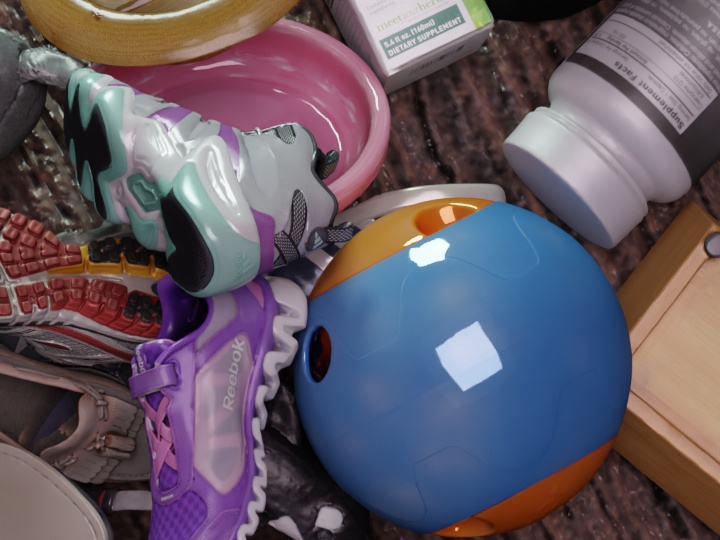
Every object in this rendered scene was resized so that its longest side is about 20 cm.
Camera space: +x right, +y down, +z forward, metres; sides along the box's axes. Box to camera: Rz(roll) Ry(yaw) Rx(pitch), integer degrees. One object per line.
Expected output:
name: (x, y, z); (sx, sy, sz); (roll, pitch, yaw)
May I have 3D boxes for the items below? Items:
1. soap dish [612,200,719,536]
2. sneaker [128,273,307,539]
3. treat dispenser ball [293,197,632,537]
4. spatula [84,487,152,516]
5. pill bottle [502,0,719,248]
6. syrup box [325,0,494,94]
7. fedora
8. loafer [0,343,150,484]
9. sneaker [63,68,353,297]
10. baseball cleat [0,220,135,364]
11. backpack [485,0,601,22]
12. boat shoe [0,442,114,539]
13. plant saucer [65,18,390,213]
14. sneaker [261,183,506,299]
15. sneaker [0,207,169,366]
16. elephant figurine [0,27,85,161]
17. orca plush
soap dish: (0.240, 0.075, 1.703); (0.200, 0.081, 0.158); (39, 81, 1)
sneaker: (-0.097, 0.082, 1.543); (0.088, 0.080, 0.201); (30, 60, -35)
treat dispenser ball: (0.060, 0.057, 1.605); (0.200, 0.201, 0.202); (1, 82, -4)
spatula: (-0.133, 0.139, 1.633); (0.021, 0.199, 0.057); (33, 61, -40)
pill bottle: (0.191, -0.116, 1.712); (0.114, 0.114, 0.200); (43, 82, 3)
syrup box: (0.003, -0.220, 1.731); (0.079, 0.081, 0.201); (-25, 85, -8)
fedora: (-0.111, -0.187, 1.682); (0.200, 0.082, 0.201); (-4, 60, 7)
loafer: (-0.195, 0.088, 1.643); (0.200, 0.063, 0.072); (26, 98, -28)
sneaker: (-0.078, -0.061, 1.582); (0.139, 0.078, 0.200); (-14, 44, -30)
baseball cleat: (-0.193, 0.031, 1.698); (0.199, 0.070, 0.107); (-21, 97, -2)
backpack: (0.139, -0.277, 1.721); (0.153, 0.163, 0.201); (-4, 75, -13)
boat shoe: (-0.217, 0.133, 1.634); (0.199, 0.063, 0.073); (18, 96, 31)
plant saucer: (-0.081, -0.079, 1.681); (0.200, 0.051, 0.201); (1, 44, -1)
sneaker: (0.000, 0.000, 1.708); (0.199, 0.075, 0.085); (-15, 88, 1)
sneaker: (-0.192, 0.021, 1.614); (0.199, 0.082, 0.078); (13, 53, -12)
elephant figurine: (-0.281, -0.059, 1.665); (0.141, 0.155, 0.201); (28, 78, -8)
orca plush: (-0.063, 0.088, 1.665); (0.200, 0.105, 0.071); (45, 110, 18)
